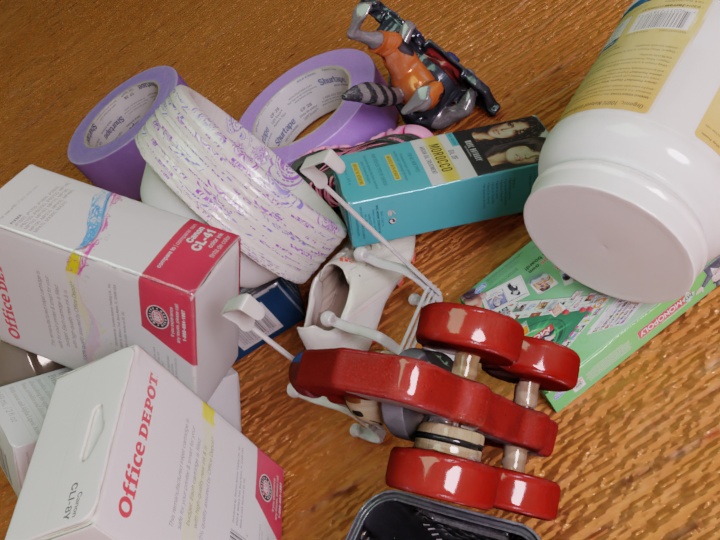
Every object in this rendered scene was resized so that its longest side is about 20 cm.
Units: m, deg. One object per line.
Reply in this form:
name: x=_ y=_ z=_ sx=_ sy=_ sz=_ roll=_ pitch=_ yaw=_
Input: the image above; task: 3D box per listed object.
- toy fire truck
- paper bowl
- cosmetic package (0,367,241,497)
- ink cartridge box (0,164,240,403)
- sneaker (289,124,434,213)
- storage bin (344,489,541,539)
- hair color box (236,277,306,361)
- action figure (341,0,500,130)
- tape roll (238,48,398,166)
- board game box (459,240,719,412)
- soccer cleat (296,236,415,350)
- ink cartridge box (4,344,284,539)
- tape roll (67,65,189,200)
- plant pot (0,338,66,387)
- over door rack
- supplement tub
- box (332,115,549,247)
toy fire truck: x=0.041 y=0.090 z=0.556 sx=0.167 sy=0.200 sz=0.113 roll=1 pitch=73 yaw=40
paper bowl: x=-0.117 y=-0.064 z=0.753 sx=0.104 sy=0.200 sz=0.201 roll=-48 pitch=38 yaw=8
cosmetic package: x=-0.216 y=0.127 z=0.739 sx=0.199 sy=0.075 sz=0.101 roll=-18 pitch=32 yaw=-33
ink cartridge box: x=-0.204 y=0.017 z=0.687 sx=0.199 sy=0.148 sz=0.086 roll=20 pitch=44 yaw=12
sneaker: x=-0.018 y=-0.091 z=0.853 sx=0.199 sy=0.079 sz=0.095 roll=-19 pitch=15 yaw=25
storage bin: x=0.038 y=0.248 z=0.484 sx=0.135 sy=0.094 sz=0.201 roll=3 pitch=53 yaw=40
hair color box: x=-0.129 y=-0.004 z=0.891 sx=0.100 sy=0.061 sz=0.200 roll=-32 pitch=38 yaw=8
action figure: x=0.038 y=-0.207 z=0.868 sx=0.200 sy=0.193 sz=0.105 roll=44 pitch=102 yaw=19
tape roll: x=-0.055 y=-0.173 z=0.996 sx=0.199 sy=0.066 sz=0.201 roll=-22 pitch=41 yaw=21
board game box: x=0.191 y=0.003 z=0.656 sx=0.200 sy=0.029 sz=0.135 roll=-38 pitch=39 yaw=0
soccer cleat: x=0.000 y=0.000 z=0.770 sx=0.069 sy=0.078 sz=0.201 roll=-5 pitch=49 yaw=34
ink cartridge box: x=-0.145 y=0.173 z=0.615 sx=0.083 sy=0.200 sz=0.146 roll=-22 pitch=41 yaw=19
tape roll: x=-0.323 y=-0.200 z=1.218 sx=0.199 sy=0.085 sz=0.201 roll=-21 pitch=41 yaw=20
plant pot: x=-0.265 y=0.063 z=0.849 sx=0.173 sy=0.201 sz=0.200 roll=-23 pitch=38 yaw=-6
over door rack: x=-0.021 y=0.024 z=0.660 sx=0.066 sy=0.200 sz=0.148 roll=1 pitch=54 yaw=40
supplement tub: x=0.215 y=-0.093 z=0.592 sx=0.144 sy=0.145 sz=0.201 roll=13 pitch=60 yaw=45
box: x=0.079 y=-0.082 z=0.753 sx=0.198 sy=0.049 sz=0.083 roll=-13 pitch=40 yaw=-6
